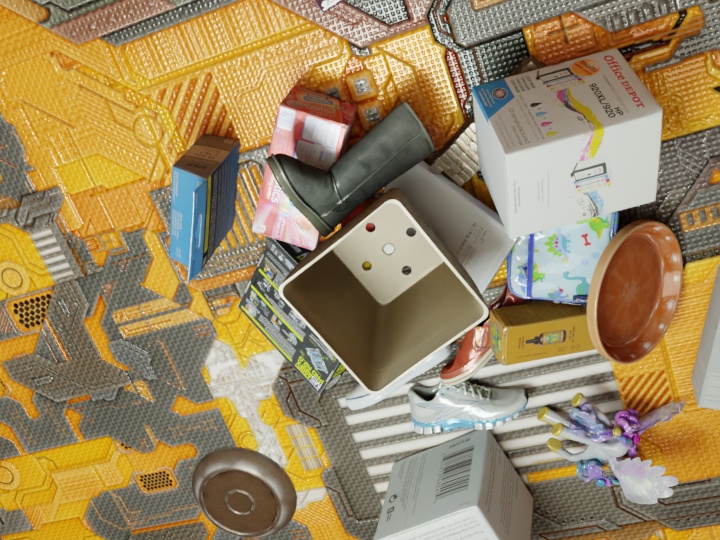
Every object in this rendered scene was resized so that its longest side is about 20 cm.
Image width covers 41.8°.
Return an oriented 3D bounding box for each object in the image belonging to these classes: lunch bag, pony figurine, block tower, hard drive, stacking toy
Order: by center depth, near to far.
[{"bbox_3d":[0.182,-0.201,1.288,0.058,0.054,0.200,41,118,-10],"label":"block tower"},{"bbox_3d":[0.281,-0.054,1.329,0.158,0.083,0.203,5,117,13],"label":"lunch bag"},{"bbox_3d":[0.118,-0.061,1.347,0.199,0.026,0.133,37,128,11],"label":"hard drive"},{"bbox_3d":[0.000,0.000,1.406,0.084,0.086,0.203,7,120,8],"label":"stacking toy"},{"bbox_3d":[0.391,0.267,1.445,0.198,0.168,0.193,31,151,-9],"label":"pony figurine"}]

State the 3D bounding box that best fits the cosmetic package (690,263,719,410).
[{"bbox_3d":[0.549,0.100,1.349,0.105,0.090,0.203,9,115,7],"label":"cosmetic package"}]

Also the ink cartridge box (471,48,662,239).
[{"bbox_3d":[0.259,-0.162,1.192,0.197,0.148,0.146,-15,136,-1],"label":"ink cartridge box"}]

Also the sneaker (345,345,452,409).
[{"bbox_3d":[0.049,0.146,1.491,0.199,0.073,0.071,-35,97,16],"label":"sneaker"}]

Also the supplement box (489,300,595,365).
[{"bbox_3d":[0.287,0.081,1.362,0.197,0.069,0.067,-9,118,-13],"label":"supplement box"}]

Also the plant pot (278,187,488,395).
[{"bbox_3d":[0.035,0.003,1.270,0.199,0.178,0.200,-36,107,19],"label":"plant pot"}]

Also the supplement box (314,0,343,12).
[{"bbox_3d":[0.021,-0.419,1.178,0.198,0.111,0.086,-26,110,23],"label":"supplement box"}]

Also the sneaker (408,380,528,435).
[{"bbox_3d":[0.165,0.202,1.489,0.197,0.075,0.088,-12,108,17],"label":"sneaker"}]

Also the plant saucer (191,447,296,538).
[{"bbox_3d":[-0.214,0.410,1.696,0.197,0.032,0.203,5,118,9],"label":"plant saucer"}]

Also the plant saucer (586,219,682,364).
[{"bbox_3d":[0.378,0.029,1.307,0.032,0.199,0.203,20,130,49],"label":"plant saucer"}]

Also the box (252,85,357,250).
[{"bbox_3d":[-0.079,-0.146,1.347,0.101,0.095,0.202,17,119,3],"label":"box"}]

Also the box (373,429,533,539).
[{"bbox_3d":[0.154,0.403,1.519,0.198,0.200,0.172,-27,109,24],"label":"box"}]

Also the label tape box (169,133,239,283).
[{"bbox_3d":[-0.233,-0.092,1.346,0.065,0.201,0.145,12,119,7],"label":"label tape box"}]

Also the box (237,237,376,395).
[{"bbox_3d":[-0.086,0.064,1.426,0.200,0.044,0.161,45,131,17],"label":"box"}]

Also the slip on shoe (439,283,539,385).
[{"bbox_3d":[0.185,0.096,1.429,0.061,0.074,0.200,38,112,-8],"label":"slip on shoe"}]

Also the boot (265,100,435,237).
[{"bbox_3d":[-0.009,-0.151,1.247,0.199,0.073,0.182,-35,146,8],"label":"boot"}]
